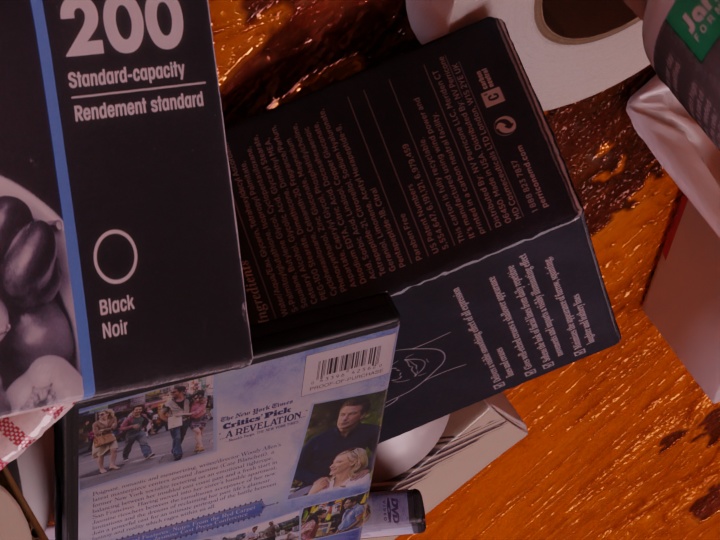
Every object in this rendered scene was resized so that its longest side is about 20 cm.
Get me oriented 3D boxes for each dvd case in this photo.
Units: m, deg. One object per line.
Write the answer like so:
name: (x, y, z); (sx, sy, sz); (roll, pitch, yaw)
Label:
dvd case: (-0.061, 0.093, 0.916); (0.142, 0.018, 0.201); (-14, 143, -18)
dvd case: (-0.067, 0.131, 1.086); (0.199, 0.018, 0.143); (-6, 171, 1)

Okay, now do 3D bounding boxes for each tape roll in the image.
tape roll: (0.112, -0.152, 0.964); (0.202, 0.037, 0.203); (-28, 153, -15)

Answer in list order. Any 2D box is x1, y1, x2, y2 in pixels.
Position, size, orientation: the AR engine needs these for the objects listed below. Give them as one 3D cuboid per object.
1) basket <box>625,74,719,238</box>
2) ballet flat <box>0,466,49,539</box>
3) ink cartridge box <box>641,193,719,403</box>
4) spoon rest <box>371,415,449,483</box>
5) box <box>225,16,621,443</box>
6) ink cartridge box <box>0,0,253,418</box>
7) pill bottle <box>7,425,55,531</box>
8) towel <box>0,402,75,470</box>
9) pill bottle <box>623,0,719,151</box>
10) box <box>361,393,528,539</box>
basket: (0.262, -0.081, 1.149); (0.200, 0.136, 0.123); (-37, 157, 3)
ballet flat: (-0.167, 0.059, 0.823); (0.069, 0.201, 0.063); (-37, -167, -30)
ink cartridge box: (0.287, -0.023, 1.322); (0.199, 0.084, 0.145); (-25, 152, -20)
spoon rest: (-0.049, 0.073, 1.106); (0.199, 0.100, 0.061); (-14, 178, -12)
box: (0.000, 0.000, 0.963); (0.199, 0.108, 0.149); (-23, 154, 3)
ink cartridge box: (-0.132, -0.051, 0.692); (0.197, 0.201, 0.043); (-11, -176, -40)
pill bottle: (-0.201, 0.086, 0.903); (0.199, 0.117, 0.117); (-17, 148, -31)
towel: (-0.198, 0.042, 0.780); (0.200, 0.146, 0.030); (-43, 170, 5)
pill bottle: (0.187, -0.089, 0.889); (0.113, 0.200, 0.113); (-27, 152, -16)
box: (-0.011, 0.116, 1.211); (0.200, 0.082, 0.068); (-41, 152, 8)
